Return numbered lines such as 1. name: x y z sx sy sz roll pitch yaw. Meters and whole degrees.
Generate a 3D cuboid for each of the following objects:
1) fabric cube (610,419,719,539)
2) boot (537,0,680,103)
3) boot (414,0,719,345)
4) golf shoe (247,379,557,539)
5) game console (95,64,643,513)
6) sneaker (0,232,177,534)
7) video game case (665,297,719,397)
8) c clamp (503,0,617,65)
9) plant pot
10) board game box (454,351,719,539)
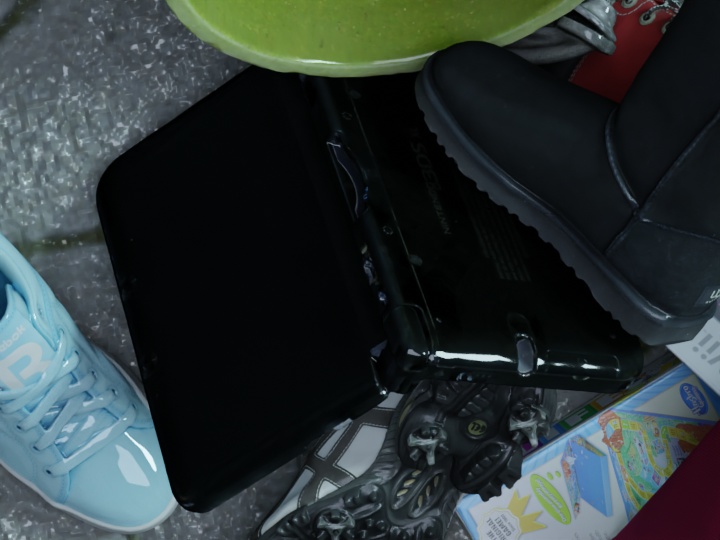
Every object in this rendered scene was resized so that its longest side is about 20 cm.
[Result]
1. fabric cube: 0.213 0.174 1.077 0.196 0.200 0.200 24 48 -9
2. boot: 0.157 -0.103 1.131 0.072 0.145 0.200 16 135 -42
3. boot: 0.125 -0.093 1.041 0.165 0.066 0.200 44 130 15
4. golf shoe: 0.010 0.088 1.191 0.078 0.095 0.200 35 116 -27
5. game console: 0.000 0.000 1.138 0.175 0.200 0.117 6 135 -27
6. sneaker: -0.153 0.042 1.158 0.074 0.082 0.200 -42 98 0
7. video game case: 0.241 0.014 1.114 0.143 0.018 0.200 42 124 -3
8. c clamp: 0.114 -0.169 1.135 0.027 0.171 0.200 26 100 -43
9. plant pot: 0.003 -0.213 1.090 0.199 0.200 0.191 -7 61 -5
10. board game box: 0.145 0.155 1.225 0.134 0.034 0.200 -30 98 -3
